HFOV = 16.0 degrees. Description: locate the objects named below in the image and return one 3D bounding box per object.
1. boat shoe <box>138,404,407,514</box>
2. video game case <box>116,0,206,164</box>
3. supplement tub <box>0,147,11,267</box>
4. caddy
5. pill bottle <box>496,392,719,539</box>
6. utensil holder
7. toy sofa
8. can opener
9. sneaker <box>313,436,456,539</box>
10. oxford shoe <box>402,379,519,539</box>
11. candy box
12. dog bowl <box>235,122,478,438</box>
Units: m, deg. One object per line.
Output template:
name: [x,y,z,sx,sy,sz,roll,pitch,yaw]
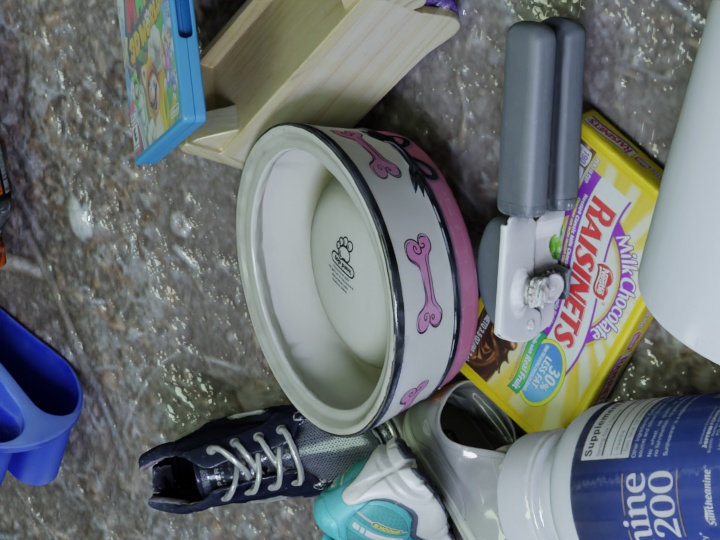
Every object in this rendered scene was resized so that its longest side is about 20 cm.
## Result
boat shoe: [-0.059,0.130,1.722,0.200,0.093,0.075,-13,95,43]
video game case: [-0.133,-0.178,1.637,0.143,0.018,0.200,153,111,-71]
supplement tub: [-0.323,-0.092,1.862,0.122,0.122,0.200,-2,101,42]
caddy: [-0.297,0.086,1.884,0.200,0.141,0.105,35,127,27]
pill bottle: [0.181,0.129,1.496,0.200,0.111,0.111,-8,99,41]
utensil holder: [0.244,-0.060,1.345,0.170,0.170,0.200,33,124,29]
toy sofa: [-0.029,-0.147,1.622,0.200,0.098,0.083,-45,42,41]
can opener: [0.096,-0.052,1.522,0.066,0.053,0.200,22,115,40]
sneaker: [0.011,0.161,1.628,0.078,0.080,0.200,59,176,23]
oxford shoe: [0.099,0.148,1.604,0.200,0.075,0.058,53,134,21]
candy box: [0.131,0.011,1.563,0.102,0.026,0.200,41,127,22]
dog bowl: [0.000,0.000,1.609,0.200,0.074,0.200,33,129,53]
